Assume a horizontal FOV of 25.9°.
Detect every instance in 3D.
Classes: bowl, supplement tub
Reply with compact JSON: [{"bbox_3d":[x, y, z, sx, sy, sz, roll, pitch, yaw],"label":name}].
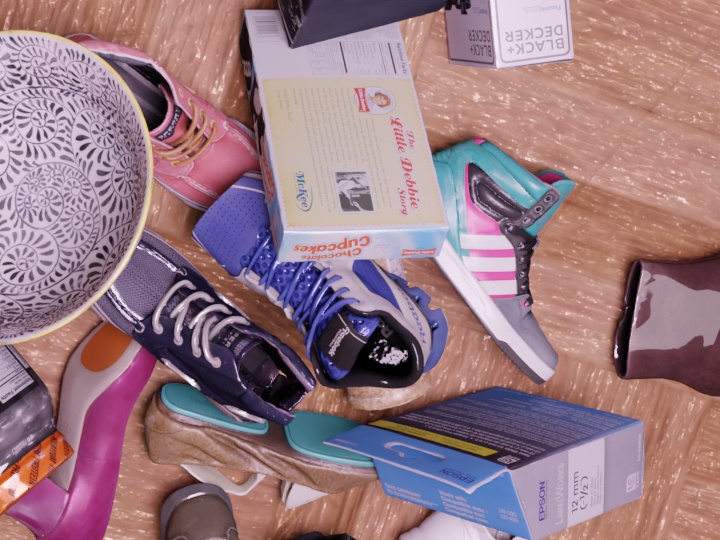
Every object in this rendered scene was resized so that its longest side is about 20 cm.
[{"bbox_3d":[-0.215,-0.045,1.017,0.199,0.094,0.203,-2,78,11],"label":"bowl"},{"bbox_3d":[-0.291,0.076,1.050,0.122,0.123,0.200,-39,91,-5],"label":"supplement tub"}]

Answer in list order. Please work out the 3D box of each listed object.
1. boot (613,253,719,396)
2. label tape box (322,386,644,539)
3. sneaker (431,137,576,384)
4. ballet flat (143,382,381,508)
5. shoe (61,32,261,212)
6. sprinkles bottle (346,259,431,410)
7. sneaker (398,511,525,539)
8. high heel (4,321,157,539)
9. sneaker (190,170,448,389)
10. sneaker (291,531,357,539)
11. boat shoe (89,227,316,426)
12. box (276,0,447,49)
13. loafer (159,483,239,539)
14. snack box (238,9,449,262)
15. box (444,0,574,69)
[{"bbox_3d":[0.296,0.005,1.241,0.165,0.072,0.202,9,101,-18],"label":"boot"},{"bbox_3d":[0.091,0.143,1.133,0.199,0.143,0.067,-13,107,-44],"label":"label tape box"},{"bbox_3d":[0.121,-0.021,1.189,0.120,0.084,0.201,-36,105,4],"label":"sneaker"},{"bbox_3d":[-0.069,0.140,1.178,0.198,0.068,0.073,13,116,-16],"label":"ballet flat"},{"bbox_3d":[-0.132,-0.096,1.101,0.199,0.091,0.072,34,90,-17],"label":"shoe"},{"bbox_3d":[0.000,0.000,1.165,0.068,0.068,0.202,-17,104,-11],"label":"sprinkles bottle"},{"bbox_3d":[0.120,0.261,1.237,0.099,0.075,0.200,-41,107,-4],"label":"sneaker"},{"bbox_3d":[-0.178,0.114,1.148,0.096,0.067,0.201,39,77,-40],"label":"high heel"},{"bbox_3d":[-0.023,0.015,1.075,0.199,0.115,0.081,36,105,-5],"label":"sneaker"},{"bbox_3d":[-0.052,0.264,1.135,0.072,0.200,0.113,3,118,19],"label":"sneaker"},{"bbox_3d":[-0.112,0.033,1.076,0.200,0.093,0.075,41,72,-23],"label":"boat shoe"},{"bbox_3d":[-0.008,-0.273,1.023,0.123,0.200,0.198,-17,87,-10],"label":"box"},{"bbox_3d":[-0.114,0.260,1.169,0.075,0.070,0.202,-12,114,-12],"label":"loafer"},{"bbox_3d":[-0.015,-0.098,1.094,0.115,0.037,0.201,-2,55,-14],"label":"snack box"},{"bbox_3d":[0.098,-0.248,1.123,0.060,0.117,0.202,-9,103,-13],"label":"box"}]
